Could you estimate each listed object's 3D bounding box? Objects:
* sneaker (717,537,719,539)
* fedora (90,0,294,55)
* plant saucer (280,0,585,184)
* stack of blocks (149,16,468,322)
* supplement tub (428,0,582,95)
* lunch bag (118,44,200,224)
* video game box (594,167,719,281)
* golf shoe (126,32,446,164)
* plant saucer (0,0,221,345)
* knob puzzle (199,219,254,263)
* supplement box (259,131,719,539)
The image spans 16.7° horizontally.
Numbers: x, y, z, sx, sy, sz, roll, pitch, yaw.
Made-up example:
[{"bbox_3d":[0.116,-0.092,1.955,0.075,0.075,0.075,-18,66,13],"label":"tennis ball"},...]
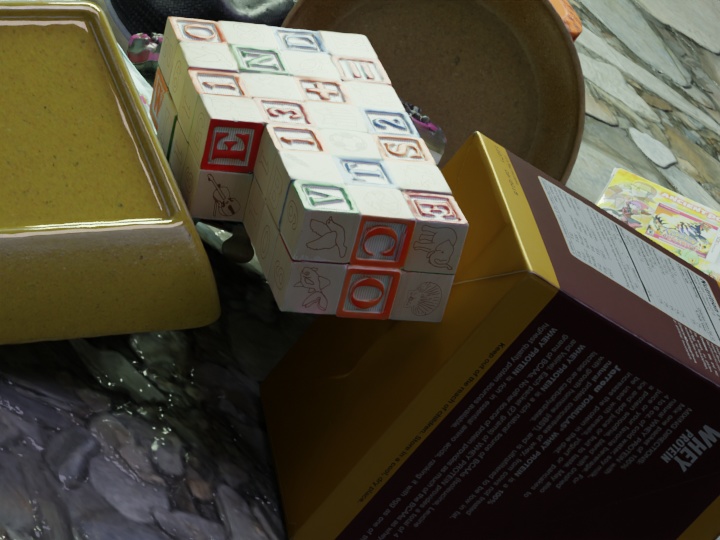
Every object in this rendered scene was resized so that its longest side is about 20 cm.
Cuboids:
[{"bbox_3d":[0.159,0.149,1.468,0.199,0.075,0.087,26,30,-34],"label":"sneaker"},{"bbox_3d":[-0.104,-0.169,1.604,0.200,0.092,0.201,35,21,-15],"label":"fedora"},{"bbox_3d":[0.038,-0.101,1.515,0.200,0.200,0.035,40,2,-1],"label":"plant saucer"},{"bbox_3d":[-0.031,-0.055,1.257,0.114,0.059,0.200,4,31,-20],"label":"stack of blocks"},{"bbox_3d":[0.047,-0.113,1.608,0.122,0.200,0.123,35,21,-16],"label":"supplement tub"},{"bbox_3d":[-0.172,-0.092,1.349,0.160,0.077,0.200,7,41,-55],"label":"lunch bag"},{"bbox_3d":[0.231,0.025,1.665,0.199,0.047,0.182,25,39,10],"label":"video game box"},{"bbox_3d":[-0.049,-0.079,1.460,0.198,0.093,0.073,12,9,-9],"label":"golf shoe"},{"bbox_3d":[-0.173,-0.061,1.194,0.199,0.048,0.201,-4,58,-37],"label":"plant saucer"},{"bbox_3d":[0.000,0.000,1.409,0.218,0.031,0.220,17,-7,2],"label":"knob puzzle"},{"bbox_3d":[0.088,0.076,1.300,0.199,0.197,0.133,29,24,-27],"label":"supplement box"}]
